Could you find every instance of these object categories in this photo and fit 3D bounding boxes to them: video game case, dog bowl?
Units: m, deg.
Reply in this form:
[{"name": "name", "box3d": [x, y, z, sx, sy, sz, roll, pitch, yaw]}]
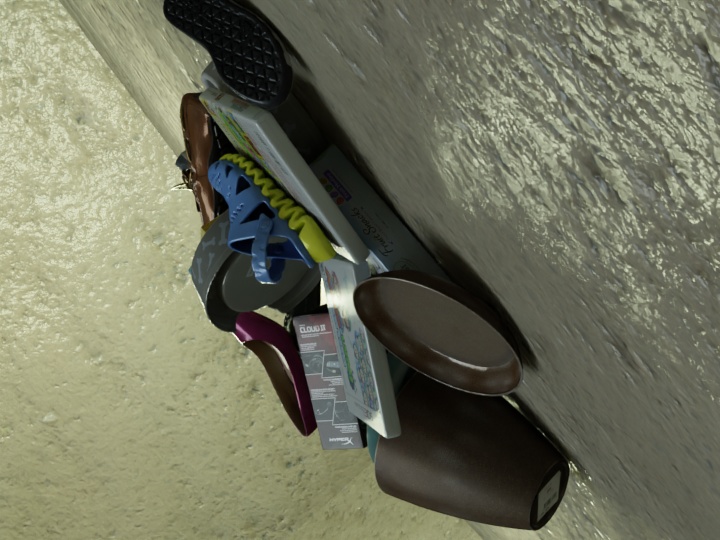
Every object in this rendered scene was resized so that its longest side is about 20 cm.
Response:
[{"name": "video game case", "box3d": [-0.004, 0.082, 1.532, 0.182, 0.023, 0.203, -164, 62, -76]}, {"name": "dog bowl", "box3d": [-0.123, -0.017, 1.626, 0.059, 0.199, 0.201, 46, 172, 29]}, {"name": "dog bowl", "box3d": [-0.111, -0.177, 1.531, 0.200, 0.059, 0.200, 49, 173, 8]}, {"name": "video game case", "box3d": [-0.084, -0.106, 1.424, 0.201, 0.023, 0.182, 53, 169, -28]}]

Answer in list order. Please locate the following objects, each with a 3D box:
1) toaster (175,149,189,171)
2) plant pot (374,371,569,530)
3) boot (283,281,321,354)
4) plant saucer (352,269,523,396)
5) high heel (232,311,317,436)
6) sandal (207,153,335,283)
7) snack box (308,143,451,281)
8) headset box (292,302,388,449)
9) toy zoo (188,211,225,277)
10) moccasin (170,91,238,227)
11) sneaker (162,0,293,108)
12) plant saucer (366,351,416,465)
[{"name": "toaster", "box3d": [-0.155, -0.128, 1.777, 0.114, 0.129, 0.200, 54, 173, -37]}, {"name": "plant pot", "box3d": [0.151, 0.234, 1.614, 0.198, 0.188, 0.187, 24, 160, 31]}, {"name": "boot", "box3d": [-0.075, 0.026, 1.839, 0.165, 0.065, 0.203, 82, -172, -69]}, {"name": "plant saucer", "box3d": [0.085, 0.060, 1.364, 0.198, 0.032, 0.201, 26, 153, 14]}, {"name": "high heel", "box3d": [-0.117, 0.130, 1.722, 0.199, 0.097, 0.067, 35, 152, -17]}, {"name": "sandal", "box3d": [-0.117, -0.056, 1.444, 0.200, 0.087, 0.080, 43, 171, 39]}, {"name": "snack box", "box3d": [0.015, -0.035, 1.474, 0.200, 0.053, 0.142, 49, 173, 7]}, {"name": "headset box", "box3d": [-0.004, 0.118, 1.740, 0.076, 0.148, 0.203, -7, 98, 37]}, {"name": "toy zoo", "box3d": [-0.133, -0.047, 1.672, 0.020, 0.199, 0.132, 46, 159, 29]}, {"name": "moccasin", "box3d": [-0.194, -0.123, 1.651, 0.077, 0.074, 0.204, 9, 121, 32]}, {"name": "sneaker", "box3d": [-0.120, -0.235, 1.336, 0.200, 0.072, 0.082, 48, -163, 28]}, {"name": "plant saucer", "box3d": [0.072, 0.167, 1.687, 0.027, 0.202, 0.201, 14, 154, 31]}]
